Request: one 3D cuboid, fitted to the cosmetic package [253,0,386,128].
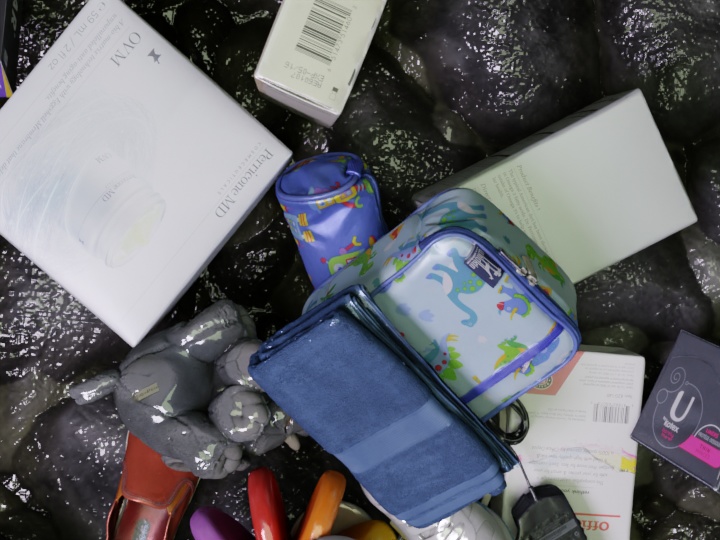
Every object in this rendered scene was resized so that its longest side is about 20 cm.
[{"bbox_3d":[-0.032,-0.176,0.986,0.072,0.200,0.105,23,91,-5],"label":"cosmetic package"}]

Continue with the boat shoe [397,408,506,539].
[{"bbox_3d":[0.071,0.197,1.082,0.062,0.073,0.203,19,97,-8],"label":"boat shoe"}]

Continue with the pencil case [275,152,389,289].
[{"bbox_3d":[0.000,0.000,1.029,0.085,0.078,0.202,-14,119,14],"label":"pencil case"}]

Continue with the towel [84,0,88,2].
[{"bbox_3d":[-0.189,-0.333,1.047,0.146,0.036,0.204,-12,95,-2],"label":"towel"}]

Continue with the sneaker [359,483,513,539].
[{"bbox_3d":[0.051,0.193,1.023,0.077,0.080,0.200,-51,54,13],"label":"sneaker"}]

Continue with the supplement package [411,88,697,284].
[{"bbox_3d":[0.157,-0.053,1.047,0.198,0.117,0.118,-26,95,-1],"label":"supplement package"}]

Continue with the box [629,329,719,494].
[{"bbox_3d":[0.345,0.146,1.042,0.198,0.122,0.107,26,92,-25],"label":"box"}]

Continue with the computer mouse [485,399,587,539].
[{"bbox_3d":[0.134,0.176,1.040,0.058,0.034,0.203,-24,89,-11],"label":"computer mouse"}]

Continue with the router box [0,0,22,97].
[{"bbox_3d":[-0.348,-0.233,0.992,0.154,0.052,0.203,-2,65,-4],"label":"router box"}]

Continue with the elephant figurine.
[{"bbox_3d":[-0.109,0.114,1.024,0.155,0.200,0.142,42,85,16],"label":"elephant figurine"}]

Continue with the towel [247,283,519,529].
[{"bbox_3d":[0.016,0.105,0.923,0.111,0.049,0.200,-31,116,29],"label":"towel"}]

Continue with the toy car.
[{"bbox_3d":[-0.074,0.244,1.024,0.199,0.175,0.151,-39,94,0],"label":"toy car"}]

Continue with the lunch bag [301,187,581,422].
[{"bbox_3d":[0.060,0.047,0.956,0.199,0.083,0.160,-37,114,28],"label":"lunch bag"}]

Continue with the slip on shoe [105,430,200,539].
[{"bbox_3d":[-0.176,0.182,1.069,0.073,0.061,0.203,17,87,-2],"label":"slip on shoe"}]

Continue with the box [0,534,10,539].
[{"bbox_3d":[-0.244,0.305,1.005,0.198,0.199,0.050,33,92,-5],"label":"box"}]

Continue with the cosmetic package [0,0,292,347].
[{"bbox_3d":[-0.189,-0.082,1.022,0.199,0.123,0.200,40,91,-7],"label":"cosmetic package"}]

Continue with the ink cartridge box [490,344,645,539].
[{"bbox_3d":[0.175,0.167,1.089,0.114,0.067,0.204,5,92,-4],"label":"ink cartridge box"}]
